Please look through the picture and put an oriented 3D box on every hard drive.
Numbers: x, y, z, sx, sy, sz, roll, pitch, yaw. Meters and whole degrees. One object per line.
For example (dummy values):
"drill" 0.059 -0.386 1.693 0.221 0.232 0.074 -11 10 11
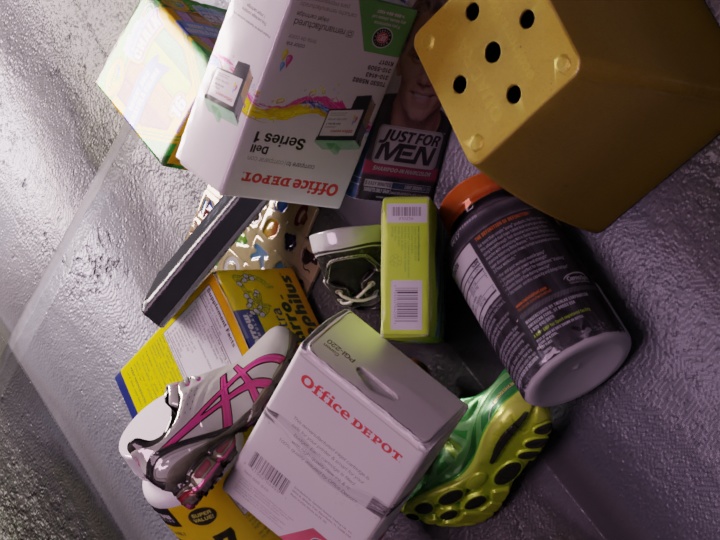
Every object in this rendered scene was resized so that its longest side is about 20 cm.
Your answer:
"hard drive" -0.141 -0.041 1.779 0.033 0.140 0.200 39 100 -9

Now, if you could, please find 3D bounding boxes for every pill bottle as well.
"pill bottle" 0.142 0.009 1.538 0.106 0.106 0.200 -48 56 32
"pill bottle" -0.140 0.217 1.734 0.114 0.200 0.114 -28 26 15

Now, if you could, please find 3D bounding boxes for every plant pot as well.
"plant pot" 0.166 -0.170 1.474 0.200 0.176 0.200 -42 60 35

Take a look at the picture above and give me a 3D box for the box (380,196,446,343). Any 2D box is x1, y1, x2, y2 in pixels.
"box" 0.049 0.004 1.603 0.047 0.200 0.122 0 86 7

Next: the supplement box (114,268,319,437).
"supplement box" -0.140 0.097 1.808 0.200 0.109 0.109 -44 62 37

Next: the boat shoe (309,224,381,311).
"boat shoe" 0.000 0.000 1.642 0.070 0.200 0.064 -9 80 8

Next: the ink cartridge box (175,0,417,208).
"ink cartridge box" -0.058 -0.164 1.578 0.084 0.144 0.201 39 114 43

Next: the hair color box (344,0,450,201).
"hair color box" 0.037 -0.165 1.657 0.060 0.100 0.201 25 106 45

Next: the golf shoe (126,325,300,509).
"golf shoe" -0.130 0.117 1.637 0.092 0.200 0.073 37 150 1

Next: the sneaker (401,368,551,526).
"sneaker" 0.106 0.162 1.604 0.200 0.074 0.084 -51 29 35

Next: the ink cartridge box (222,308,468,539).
"ink cartridge box" -0.016 0.156 1.581 0.146 0.085 0.200 38 130 11

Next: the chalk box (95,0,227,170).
"chalk box" -0.181 -0.206 1.859 0.200 0.124 0.125 47 116 36

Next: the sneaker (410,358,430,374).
"sneaker" 0.021 0.166 1.694 0.200 0.073 0.085 -57 21 34

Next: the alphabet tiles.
"alphabet tiles" -0.113 -0.023 1.867 0.200 0.006 0.167 40 115 39
